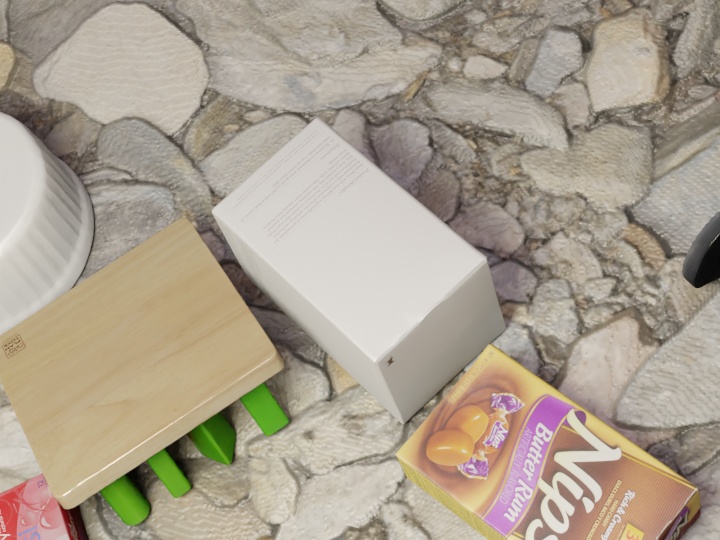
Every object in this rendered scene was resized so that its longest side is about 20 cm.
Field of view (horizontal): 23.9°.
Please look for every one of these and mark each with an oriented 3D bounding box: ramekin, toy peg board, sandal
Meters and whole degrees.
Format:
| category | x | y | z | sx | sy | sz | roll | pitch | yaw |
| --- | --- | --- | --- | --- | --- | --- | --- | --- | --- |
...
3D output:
| category | x | y | z | sx | sy | sz | roll | pitch | yaw |
| --- | --- | --- | --- | --- | --- | --- | --- | --- | --- |
| ramekin | -0.341 | -0.044 | 1.477 | 0.200 | 0.098 | 0.201 | -6 | 61 | 11 |
| toy peg board | -0.170 | 0.093 | 1.376 | 0.200 | 0.098 | 0.199 | -33 | 44 | -5 |
| sandal | 0.340 | -0.041 | 1.313 | 0.200 | 0.076 | 0.043 | -27 | 57 | -1 |

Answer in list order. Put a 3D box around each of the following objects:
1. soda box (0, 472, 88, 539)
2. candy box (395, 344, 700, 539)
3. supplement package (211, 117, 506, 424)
| category | x | y | z | sx | sy | sz | roll | pitch | yaw |
| --- | --- | --- | --- | --- | --- | --- | --- | --- | --- |
| soda box | -0.231 | 0.260 | 1.304 | 0.070 | 0.063 | 0.200 | -25 | 60 | 0 |
| candy box | 0.139 | 0.158 | 1.269 | 0.200 | 0.057 | 0.117 | 35 | 74 | 26 |
| supplement package | 0.000 | 0.000 | 1.352 | 0.121 | 0.120 | 0.200 | -41 | 60 | -11 |
